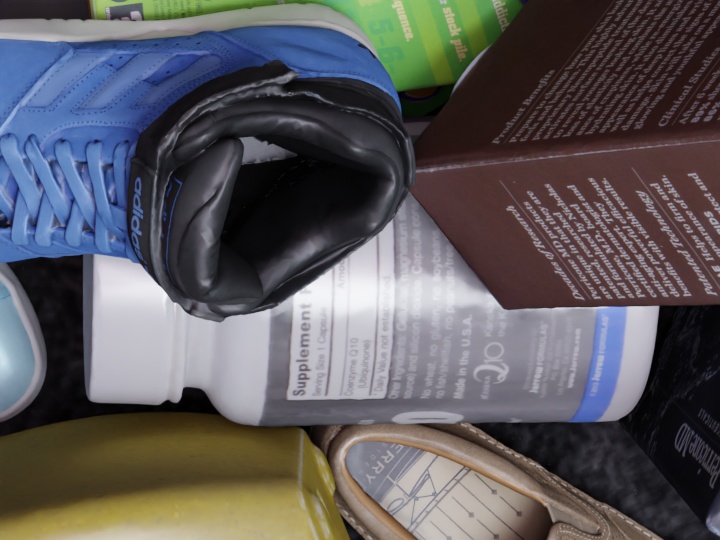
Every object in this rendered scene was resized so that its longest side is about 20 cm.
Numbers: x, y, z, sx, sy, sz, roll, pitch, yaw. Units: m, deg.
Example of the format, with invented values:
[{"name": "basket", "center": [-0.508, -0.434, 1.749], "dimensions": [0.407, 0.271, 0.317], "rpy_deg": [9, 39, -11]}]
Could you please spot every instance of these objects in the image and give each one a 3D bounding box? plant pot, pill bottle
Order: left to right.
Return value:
[{"name": "plant pot", "center": [-0.088, 0.151, 0.838], "dimensions": [0.199, 0.196, 0.195], "rpy_deg": [-21, 97, 1]}, {"name": "pill bottle", "center": [0.000, 0.000, 0.863], "dimensions": [0.199, 0.114, 0.114], "rpy_deg": [0, 96, -8]}]

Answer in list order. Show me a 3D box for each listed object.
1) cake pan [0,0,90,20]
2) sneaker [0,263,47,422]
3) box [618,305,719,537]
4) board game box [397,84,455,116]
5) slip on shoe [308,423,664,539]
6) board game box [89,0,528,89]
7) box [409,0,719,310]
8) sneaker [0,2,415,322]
[{"name": "cake pan", "center": [-0.136, -0.127, 0.857], "dimensions": [0.200, 0.037, 0.201], "rpy_deg": [4, 109, 12]}, {"name": "sneaker", "center": [-0.197, -0.013, 0.873], "dimensions": [0.200, 0.082, 0.074], "rpy_deg": [44, 94, -9]}, {"name": "box", "center": [0.198, 0.010, 0.840], "dimensions": [0.117, 0.197, 0.200], "rpy_deg": [27, 95, -5]}, {"name": "board game box", "center": [0.051, -0.120, 0.877], "dimensions": [0.200, 0.030, 0.096], "rpy_deg": [-33, 138, -1]}, {"name": "slip on shoe", "center": [0.067, 0.112, 0.912], "dimensions": [0.200, 0.061, 0.076], "rpy_deg": [39, 93, -6]}, {"name": "board game box", "center": [0.005, -0.109, 0.817], "dimensions": [0.199, 0.030, 0.096], "rpy_deg": [-8, 117, -8]}, {"name": "box", "center": [0.114, -0.045, 0.728], "dimensions": [0.100, 0.200, 0.075], "rpy_deg": [-52, 119, -26]}, {"name": "sneaker", "center": [-0.081, -0.030, 0.749], "dimensions": [0.199, 0.111, 0.077], "rpy_deg": [-8, 118, -9]}]
